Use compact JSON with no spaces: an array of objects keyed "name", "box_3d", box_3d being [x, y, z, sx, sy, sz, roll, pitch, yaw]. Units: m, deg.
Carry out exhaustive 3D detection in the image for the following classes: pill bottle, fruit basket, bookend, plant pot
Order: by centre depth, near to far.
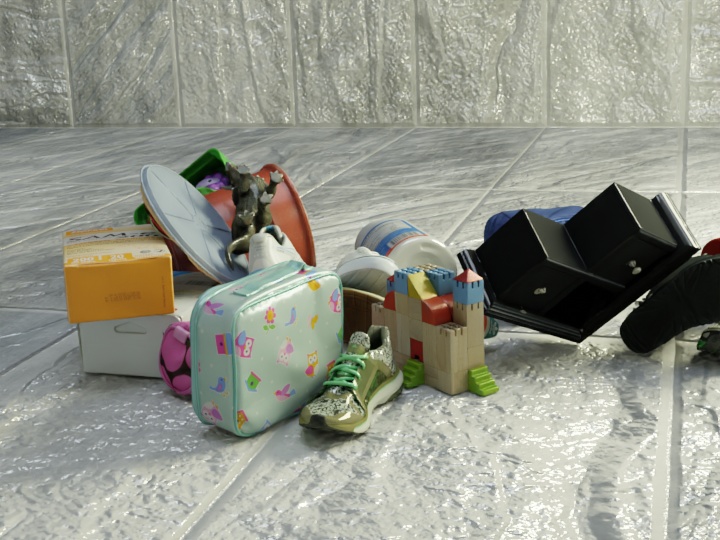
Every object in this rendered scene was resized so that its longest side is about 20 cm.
[{"name":"bookend","box_3d":[0.258,-0.021,1.333,0.198,0.200,0.092,18,40,-43]},{"name":"plant pot","box_3d":[-0.193,-0.032,1.631,0.194,0.202,0.201,-18,20,-23]},{"name":"pill bottle","box_3d":[0.057,-0.014,1.645,0.111,0.113,0.200,-6,15,-14]},{"name":"fruit basket","box_3d":[-0.274,-0.082,1.783,0.215,0.156,0.216,-25,-17,-8]}]

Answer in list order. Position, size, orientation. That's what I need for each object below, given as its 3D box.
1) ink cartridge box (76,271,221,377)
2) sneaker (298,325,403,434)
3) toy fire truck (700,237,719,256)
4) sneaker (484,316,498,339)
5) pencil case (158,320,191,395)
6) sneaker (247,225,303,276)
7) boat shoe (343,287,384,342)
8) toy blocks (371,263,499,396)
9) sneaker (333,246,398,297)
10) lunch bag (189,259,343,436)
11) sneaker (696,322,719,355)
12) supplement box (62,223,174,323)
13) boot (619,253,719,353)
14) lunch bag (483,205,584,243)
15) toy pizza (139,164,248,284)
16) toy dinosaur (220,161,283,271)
[{"name":"ink cartridge box","box_3d":[-0.248,0.065,1.439,0.144,0.085,0.200,2,14,17]},{"name":"sneaker","box_3d":[-0.013,0.112,1.212,0.076,0.089,0.200,3,16,20]},{"name":"toy fire truck","box_3d":[0.550,-0.019,1.459,0.112,0.201,0.168,-12,44,-32]},{"name":"sneaker","box_3d":[0.100,0.062,1.471,0.093,0.071,0.199,19,-6,-31]},{"name":"pencil case","box_3d":[-0.137,0.081,1.334,0.199,0.094,0.091,-16,47,-38]},{"name":"sneaker","box_3d":[-0.104,-0.014,1.473,0.074,0.087,0.200,-8,-4,5]},{"name":"boat shoe","box_3d":[-0.021,0.051,1.474,0.199,0.075,0.066,7,15,34]},{"name":"toy blocks","box_3d":[0.077,0.056,1.320,0.099,0.138,0.200,-12,17,-34]},{"name":"sneaker","box_3d":[0.000,0.000,1.521,0.073,0.071,0.200,28,-21,-16]},{"name":"lunch bag","box_3d":[-0.098,0.076,1.223,0.077,0.161,0.200,8,18,33]},{"name":"sneaker","box_3d":[0.465,0.054,1.373,0.078,0.086,0.200,8,19,35]},{"name":"supplement box","box_3d":[-0.300,-0.001,1.385,0.125,0.074,0.200,-6,14,-14]},{"name":"boot","box_3d":[0.412,0.021,1.374,0.198,0.074,0.162,-39,-4,38]},{"name":"lunch bag","box_3d":[0.263,-0.010,1.544,0.199,0.137,0.132,-7,15,-16]},{"name":"toy pizza","box_3d":[-0.218,-0.052,1.454,0.032,0.200,0.200,-38,9,12]},{"name":"toy dinosaur","box_3d":[-0.144,-0.073,1.501,0.076,0.102,0.201,1,56,-10]}]
